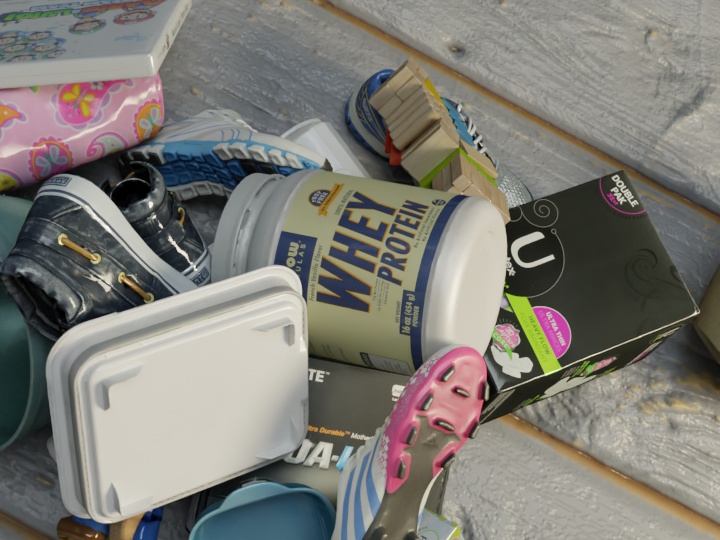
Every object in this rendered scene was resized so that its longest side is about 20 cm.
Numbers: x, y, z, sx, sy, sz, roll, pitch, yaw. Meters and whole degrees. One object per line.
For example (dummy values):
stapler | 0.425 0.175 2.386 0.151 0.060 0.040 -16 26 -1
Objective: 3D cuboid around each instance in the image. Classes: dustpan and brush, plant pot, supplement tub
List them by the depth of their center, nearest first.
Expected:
supplement tub | 0.000 0.000 1.175 0.200 0.145 0.145 11 65 20
plant pot | -0.266 0.027 1.186 0.134 0.200 0.200 -21 74 -45
dustpan and brush | -0.064 -0.045 1.316 0.200 0.057 0.140 -33 80 -21

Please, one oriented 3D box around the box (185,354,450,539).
box | -0.027 0.150 1.213 0.200 0.046 0.159 13 89 -18

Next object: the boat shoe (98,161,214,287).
boat shoe | -0.178 -0.053 1.217 0.071 0.200 0.091 -34 119 -11

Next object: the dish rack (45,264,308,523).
dish rack | -0.119 0.096 1.082 0.200 0.172 0.044 -19 37 -27

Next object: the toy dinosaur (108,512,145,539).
toy dinosaur | -0.170 0.157 1.138 0.106 0.060 0.200 26 81 -18

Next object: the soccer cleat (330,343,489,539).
soccer cleat | 0.023 0.138 1.106 0.070 0.086 0.200 21 95 -37

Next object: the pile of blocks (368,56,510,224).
pile of blocks | 0.061 -0.095 1.275 0.082 0.062 0.200 30 27 -43

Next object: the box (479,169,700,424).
box | 0.157 0.026 1.305 0.200 0.124 0.149 -19 74 -19

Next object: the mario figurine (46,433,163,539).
mario figurine | -0.171 0.137 1.228 0.106 0.123 0.200 9 70 37

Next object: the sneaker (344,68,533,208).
sneaker | 0.074 -0.107 1.359 0.200 0.085 0.077 36 66 2

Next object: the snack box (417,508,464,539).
snack box | 0.016 0.298 1.158 0.053 0.142 0.200 23 60 34

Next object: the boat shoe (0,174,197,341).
boat shoe | -0.177 0.030 1.090 0.200 0.071 0.091 49 51 -32

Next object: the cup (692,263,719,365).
cup | 0.381 0.045 1.330 0.143 0.200 0.200 -37 80 5

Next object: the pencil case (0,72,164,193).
pencil case | -0.258 -0.121 1.238 0.200 0.087 0.087 -26 77 -30

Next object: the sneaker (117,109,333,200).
sneaker | -0.107 -0.105 1.288 0.200 0.075 0.087 8 48 27

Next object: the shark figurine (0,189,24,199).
shark figurine | -0.373 -0.131 1.267 0.214 0.090 0.128 18 65 -8

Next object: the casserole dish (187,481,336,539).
casserole dish | -0.068 0.246 1.169 0.121 0.039 0.200 -14 110 -10

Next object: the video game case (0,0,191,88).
video game case | -0.253 -0.194 1.262 0.200 0.024 0.182 -3 27 5
